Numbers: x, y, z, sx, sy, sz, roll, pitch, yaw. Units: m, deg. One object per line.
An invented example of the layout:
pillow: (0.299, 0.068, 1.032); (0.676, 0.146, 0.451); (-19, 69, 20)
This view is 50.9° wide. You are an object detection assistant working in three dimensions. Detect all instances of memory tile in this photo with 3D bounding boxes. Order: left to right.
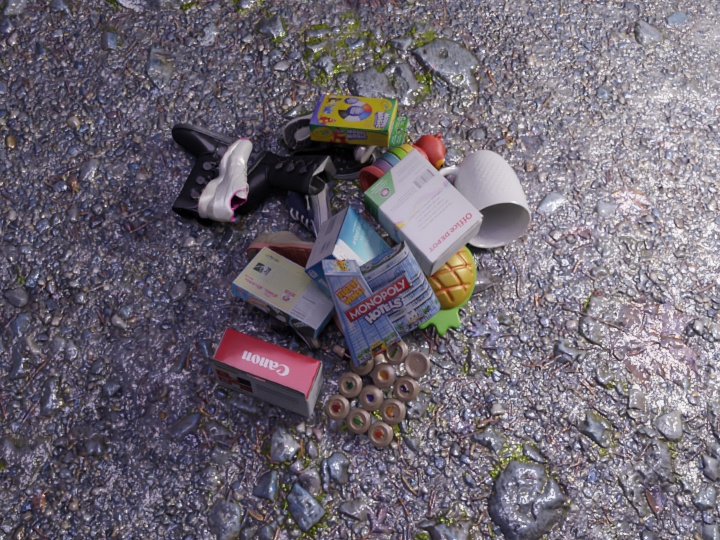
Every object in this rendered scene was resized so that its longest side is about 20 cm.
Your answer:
memory tile: (0.033, 0.224, 1.456); (0.152, 0.017, 0.202); (29, 91, 17)

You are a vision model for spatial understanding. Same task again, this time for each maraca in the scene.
maraca: (0.166, 0.030, 1.546); (0.135, 0.107, 0.203); (16, 76, -2)

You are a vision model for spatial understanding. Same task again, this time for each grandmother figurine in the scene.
grandmother figurine: (0.001, 0.137, 1.520); (0.120, 0.061, 0.201); (-33, 68, -5)

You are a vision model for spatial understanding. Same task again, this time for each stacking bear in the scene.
stacking bear: (0.105, -0.225, 1.654); (0.199, 0.122, 0.114); (-36, 62, -19)

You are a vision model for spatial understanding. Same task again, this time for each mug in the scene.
mug: (0.246, -0.165, 1.601); (0.196, 0.148, 0.178); (6, 51, -19)

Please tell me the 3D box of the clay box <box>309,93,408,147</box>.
clay box: (0.000, -0.319, 1.604); (0.196, 0.048, 0.116); (5, 47, 9)

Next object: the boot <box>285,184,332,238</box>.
boot: (-0.109, -0.115, 1.628); (0.089, 0.073, 0.203); (-12, 64, 8)

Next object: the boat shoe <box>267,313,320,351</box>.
boat shoe: (-0.158, 0.095, 1.527); (0.065, 0.072, 0.200); (-39, 70, -11)

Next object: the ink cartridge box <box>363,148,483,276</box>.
ink cartridge box: (0.123, -0.113, 1.493); (0.145, 0.088, 0.200); (-41, 74, -11)

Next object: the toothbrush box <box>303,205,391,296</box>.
toothbrush box: (0.000, 0.000, 1.488); (0.200, 0.085, 0.148); (46, 39, -24)

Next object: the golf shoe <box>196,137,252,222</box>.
golf shoe: (-0.263, -0.184, 1.580); (0.090, 0.076, 0.202); (20, 69, 12)

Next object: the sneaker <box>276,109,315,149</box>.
sneaker: (-0.109, -0.338, 1.716); (0.198, 0.078, 0.088); (-26, 30, -31)

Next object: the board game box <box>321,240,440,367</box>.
board game box: (0.023, 0.044, 1.387); (0.198, 0.201, 0.062); (-31, 26, 6)

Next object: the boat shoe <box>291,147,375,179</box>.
boat shoe: (-0.061, -0.242, 1.682); (0.196, 0.057, 0.070); (-6, 67, -6)

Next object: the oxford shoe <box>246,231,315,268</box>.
oxford shoe: (-0.139, -0.052, 1.572); (0.196, 0.071, 0.074); (7, 49, 18)

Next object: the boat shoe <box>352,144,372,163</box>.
boat shoe: (-0.002, -0.312, 1.677); (0.092, 0.075, 0.201); (26, 37, 2)

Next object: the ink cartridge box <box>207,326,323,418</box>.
ink cartridge box: (-0.175, 0.187, 1.426); (0.197, 0.176, 0.085); (19, 67, 6)

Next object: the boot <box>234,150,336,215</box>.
boot: (-0.164, -0.177, 1.596); (0.198, 0.066, 0.167); (14, 69, 35)

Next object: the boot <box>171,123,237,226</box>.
boot: (-0.365, -0.211, 1.652); (0.162, 0.066, 0.203); (14, 71, 6)

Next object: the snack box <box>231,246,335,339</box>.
snack box: (-0.142, 0.042, 1.497); (0.198, 0.037, 0.117); (28, 51, 13)
